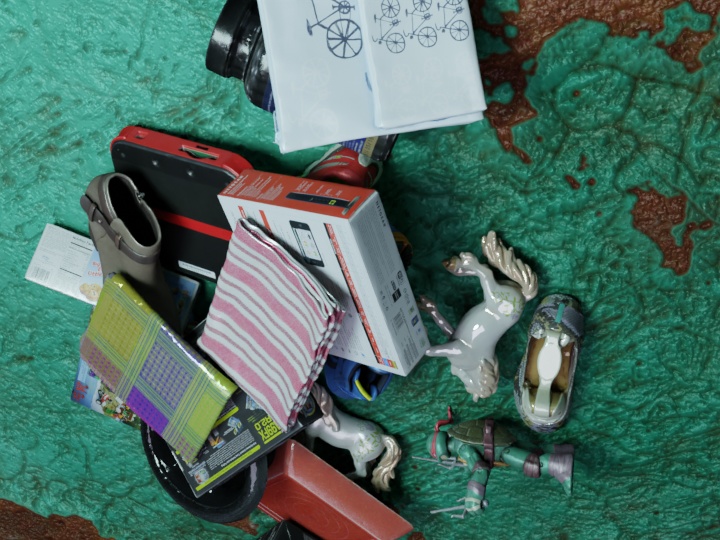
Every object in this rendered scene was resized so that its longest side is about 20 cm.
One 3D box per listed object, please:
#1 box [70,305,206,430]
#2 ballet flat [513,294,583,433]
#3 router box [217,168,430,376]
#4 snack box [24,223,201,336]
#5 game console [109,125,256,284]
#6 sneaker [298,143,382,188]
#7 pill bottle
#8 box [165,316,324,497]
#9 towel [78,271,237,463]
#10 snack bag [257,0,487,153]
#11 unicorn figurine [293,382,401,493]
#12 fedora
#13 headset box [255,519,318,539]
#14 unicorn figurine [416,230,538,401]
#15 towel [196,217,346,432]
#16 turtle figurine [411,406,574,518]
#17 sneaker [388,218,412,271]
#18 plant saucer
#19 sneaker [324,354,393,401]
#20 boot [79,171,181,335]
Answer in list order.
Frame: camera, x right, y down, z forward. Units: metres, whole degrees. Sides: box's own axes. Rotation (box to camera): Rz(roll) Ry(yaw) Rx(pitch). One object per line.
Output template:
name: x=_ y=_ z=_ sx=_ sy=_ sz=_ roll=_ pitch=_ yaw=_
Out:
box: x=-0.285 y=0.114 z=1.421 sx=0.135 sy=0.038 sz=0.201 roll=24 pitch=127 yaw=0
ballet flat: x=0.207 y=0.121 z=1.254 sx=0.071 sy=0.072 sz=0.202 roll=10 pitch=126 yaw=11
router box: x=-0.036 y=0.001 z=1.132 sx=0.178 sy=0.049 sz=0.201 roll=14 pitch=137 yaw=39
snack box: x=-0.294 y=0.013 z=1.336 sx=0.198 sy=0.073 sz=0.024 roll=21 pitch=172 yaw=2
game console: x=-0.187 y=-0.065 z=1.243 sx=0.198 sy=0.031 sz=0.178 roll=18 pitch=135 yaw=27
sneaker: x=-0.059 y=-0.063 z=1.197 sx=0.077 sy=0.085 sz=0.200 roll=39 pitch=126 yaw=-11
pill bottle: x=-0.044 y=-0.194 z=1.084 sx=0.198 sy=0.112 sz=0.112 roll=24 pitch=128 yaw=0
box: x=-0.154 y=0.143 z=1.266 sx=0.200 sy=0.044 sz=0.161 roll=-38 pitch=80 yaw=35
towel: x=-0.232 y=0.106 z=1.249 sx=0.200 sy=0.023 sz=0.144 roll=41 pitch=128 yaw=12
snack bag: x=0.004 y=-0.215 z=1.019 sx=0.198 sy=0.021 sz=0.191 roll=-9 pitch=90 yaw=0
unicorn figurine: x=-0.039 y=0.202 z=1.395 sx=0.198 sy=0.074 sz=0.138 roll=15 pitch=128 yaw=-13
fedora: x=-0.175 y=0.208 z=1.380 sx=0.199 sy=0.091 sz=0.203 roll=8 pitch=105 yaw=32
headset box: x=-0.090 y=0.431 z=1.531 sx=0.148 sy=0.078 sz=0.200 roll=32 pitch=148 yaw=-6
unicorn figurine: x=0.122 y=0.064 z=1.227 sx=0.137 sy=0.074 sz=0.200 roll=33 pitch=125 yaw=-9
towel: x=-0.099 y=0.060 z=1.138 sx=0.146 sy=0.030 sz=0.201 roll=42 pitch=134 yaw=19
turtle figurine: x=0.149 y=0.223 z=1.306 sx=0.198 sy=0.150 sz=0.102 roll=2 pitch=109 yaw=13
sneaker: x=0.000 y=0.000 z=1.239 sx=0.075 sy=0.079 sz=0.200 roll=-7 pitch=149 yaw=-29
plant saucer: x=-0.059 y=0.305 z=1.441 sx=0.199 sy=0.037 sz=0.199 roll=37 pitch=148 yaw=-12
sneaker: x=-0.004 y=0.119 z=1.283 sx=0.065 sy=0.079 sz=0.200 roll=22 pitch=151 yaw=-9
boot: x=-0.248 y=-0.013 z=1.247 sx=0.201 sy=0.070 sz=0.146 roll=56 pitch=152 yaw=-1
